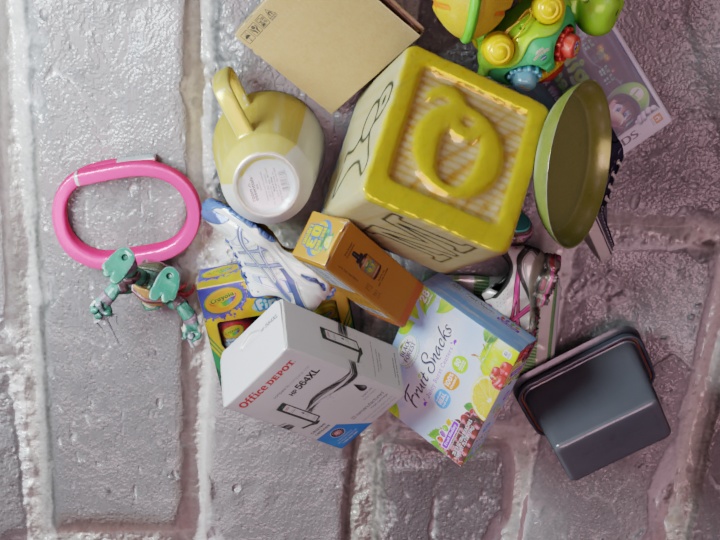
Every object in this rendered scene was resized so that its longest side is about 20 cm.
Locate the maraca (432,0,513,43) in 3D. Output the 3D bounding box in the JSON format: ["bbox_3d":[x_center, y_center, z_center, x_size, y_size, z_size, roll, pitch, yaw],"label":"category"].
[{"bbox_3d":[0.134,-0.367,1.361,0.105,0.137,0.203,7,79,-5],"label":"maraca"}]

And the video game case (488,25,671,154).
[{"bbox_3d":[0.283,-0.223,1.517,0.181,0.023,0.201,-35,111,10],"label":"video game case"}]

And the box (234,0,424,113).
[{"bbox_3d":[-0.041,-0.289,1.407,0.163,0.021,0.199,37,141,-17],"label":"box"}]

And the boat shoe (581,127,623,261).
[{"bbox_3d":[0.312,-0.114,1.515,0.092,0.075,0.202,-28,114,1],"label":"boat shoe"}]

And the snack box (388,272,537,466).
[{"bbox_3d":[0.123,0.133,1.578,0.168,0.067,0.202,36,120,20],"label":"snack box"}]

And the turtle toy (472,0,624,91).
[{"bbox_3d":[0.225,-0.292,1.413,0.199,0.146,0.101,-37,107,11],"label":"turtle toy"}]

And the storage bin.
[{"bbox_3d":[0.336,0.202,1.630,0.198,0.135,0.146,-26,127,8],"label":"storage bin"}]

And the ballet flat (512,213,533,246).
[{"bbox_3d":[0.133,-0.053,1.562,0.197,0.070,0.072,9,132,-8],"label":"ballet flat"}]

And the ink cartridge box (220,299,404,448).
[{"bbox_3d":[-0.064,0.138,1.512,0.198,0.085,0.146,23,130,-32],"label":"ink cartridge box"}]

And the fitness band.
[{"bbox_3d":[-0.308,-0.075,1.531,0.197,0.038,0.146,-9,114,1],"label":"fitness band"}]

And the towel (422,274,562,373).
[{"bbox_3d":[0.181,0.077,1.639,0.196,0.023,0.155,1,113,-3],"label":"towel"}]

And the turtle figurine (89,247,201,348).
[{"bbox_3d":[-0.279,0.034,1.522,0.147,0.200,0.102,5,71,-4],"label":"turtle figurine"}]

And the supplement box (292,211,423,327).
[{"bbox_3d":[0.000,0.000,1.466,0.200,0.068,0.067,40,74,-51],"label":"supplement box"}]

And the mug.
[{"bbox_3d":[-0.132,-0.141,1.452,0.185,0.154,0.150,29,109,-15],"label":"mug"}]

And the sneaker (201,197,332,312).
[{"bbox_3d":[-0.132,-0.010,1.483,0.199,0.075,0.089,37,97,-5],"label":"sneaker"}]

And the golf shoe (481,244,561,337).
[{"bbox_3d":[0.205,0.055,1.583,0.091,0.073,0.203,17,115,4],"label":"golf shoe"}]

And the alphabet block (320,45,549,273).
[{"bbox_3d":[0.085,-0.126,1.412,0.194,0.200,0.198,20,79,-13],"label":"alphabet block"}]

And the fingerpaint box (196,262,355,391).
[{"bbox_3d":[-0.109,0.068,1.585,0.197,0.074,0.169,-10,113,0],"label":"fingerpaint box"}]

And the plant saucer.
[{"bbox_3d":[0.253,-0.129,1.399,0.031,0.199,0.203,11,118,32],"label":"plant saucer"}]
